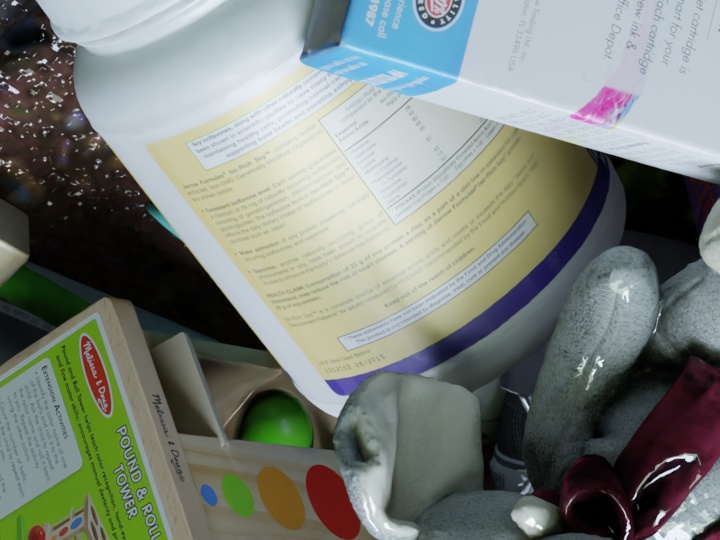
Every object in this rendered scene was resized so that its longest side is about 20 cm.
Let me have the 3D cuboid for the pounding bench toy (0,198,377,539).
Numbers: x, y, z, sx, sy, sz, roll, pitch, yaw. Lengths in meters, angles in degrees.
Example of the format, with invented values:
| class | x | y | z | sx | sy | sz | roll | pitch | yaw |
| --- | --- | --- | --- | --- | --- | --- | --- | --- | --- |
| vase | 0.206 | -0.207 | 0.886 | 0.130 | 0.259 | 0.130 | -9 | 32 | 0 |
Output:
| class | x | y | z | sx | sy | sz | roll | pitch | yaw |
| --- | --- | --- | --- | --- | --- | --- | --- | --- | --- |
| pounding bench toy | -0.087 | 0.068 | 1.041 | 0.124 | 0.200 | 0.156 | -33 | 156 | 28 |

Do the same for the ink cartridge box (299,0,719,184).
| class | x | y | z | sx | sy | sz | roll | pitch | yaw |
| --- | --- | --- | --- | --- | --- | --- | --- | --- | --- |
| ink cartridge box | 0.094 | -0.096 | 0.828 | 0.200 | 0.068 | 0.115 | 16 | 86 | -12 |

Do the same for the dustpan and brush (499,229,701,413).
| class | x | y | z | sx | sy | sz | roll | pitch | yaw |
| --- | --- | --- | --- | --- | --- | --- | --- | --- | --- |
| dustpan and brush | 0.152 | 0.036 | 1.023 | 0.200 | 0.140 | 0.057 | 1 | 121 | 0 |

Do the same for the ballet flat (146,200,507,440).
| class | x | y | z | sx | sy | sz | roll | pitch | yaw |
| --- | --- | --- | --- | --- | --- | --- | --- | --- | --- |
| ballet flat | 0.000 | 0.000 | 1.055 | 0.200 | 0.067 | 0.064 | 36 | 94 | -30 |

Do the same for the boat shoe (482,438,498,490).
| class | x | y | z | sx | sy | sz | roll | pitch | yaw |
| --- | --- | --- | --- | --- | --- | --- | --- | --- | --- |
| boat shoe | 0.084 | 0.098 | 1.130 | 0.200 | 0.068 | 0.072 | -22 | 129 | 17 |

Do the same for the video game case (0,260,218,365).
| class | x | y | z | sx | sy | sz | roll | pitch | yaw |
| --- | --- | --- | --- | --- | --- | --- | --- | --- | --- |
| video game case | -0.190 | 0.058 | 1.116 | 0.200 | 0.023 | 0.182 | 24 | 127 | -21 |

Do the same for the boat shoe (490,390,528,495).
| class | x | y | z | sx | sy | sz | roll | pitch | yaw |
| --- | --- | --- | --- | --- | --- | --- | --- | --- | --- |
| boat shoe | 0.154 | 0.070 | 1.059 | 0.200 | 0.069 | 0.057 | 2 | 104 | -5 |

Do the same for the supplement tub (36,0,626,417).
| class | x | y | z | sx | sy | sz | roll | pitch | yaw |
| --- | --- | --- | --- | --- | --- | --- | --- | --- | --- |
| supplement tub | -0.012 | -0.060 | 0.922 | 0.145 | 0.145 | 0.200 | -27 | 116 | 21 |

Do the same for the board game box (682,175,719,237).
| class | x | y | z | sx | sy | sz | roll | pitch | yaw |
| --- | --- | --- | --- | --- | --- | --- | --- | --- | --- |
| board game box | 0.196 | 0.028 | 0.981 | 0.120 | 0.200 | 0.032 | 11 | 127 | -13 |

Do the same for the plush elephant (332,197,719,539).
| class | x | y | z | sx | sy | sz | roll | pitch | yaw |
| --- | --- | --- | --- | --- | --- | --- | --- | --- | --- |
| plush elephant | 0.080 | 0.088 | 0.836 | 0.200 | 0.155 | 0.165 | -21 | 101 | 51 |
